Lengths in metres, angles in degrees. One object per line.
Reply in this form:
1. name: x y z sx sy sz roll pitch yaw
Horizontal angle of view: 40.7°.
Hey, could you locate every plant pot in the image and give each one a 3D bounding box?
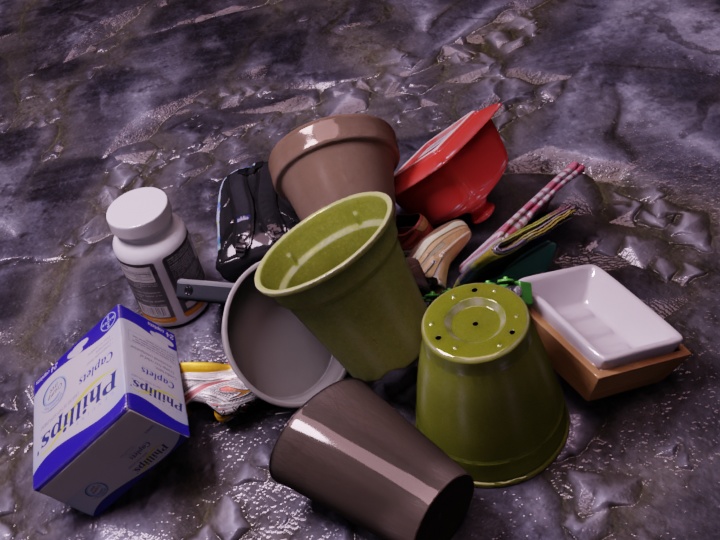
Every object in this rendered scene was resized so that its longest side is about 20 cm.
1. plant pot: -0.022 -0.105 1.440 0.199 0.200 0.176 -16 68 -2
2. plant pot: 0.152 0.126 1.193 0.199 0.194 0.201 -8 42 7
3. plant pot: -0.003 0.032 1.243 0.199 0.185 0.201 -27 25 14

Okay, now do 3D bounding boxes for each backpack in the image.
1. backpack: -0.159 -0.084 1.568 0.162 0.154 0.201 -18 62 2

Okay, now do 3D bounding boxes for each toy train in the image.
1. toy train: 0.143 0.042 1.288 0.199 0.056 0.042 -14 73 48

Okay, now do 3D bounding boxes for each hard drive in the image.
1. hard drive: -0.150 0.038 1.435 0.199 0.139 0.033 5 89 21

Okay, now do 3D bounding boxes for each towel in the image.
1. towel: 0.240 -0.074 1.440 0.200 0.146 0.030 -41 85 -25
2. towel: 0.211 -0.027 1.369 0.143 0.200 0.023 -29 81 -21

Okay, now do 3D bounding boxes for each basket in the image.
1. basket: 0.023 0.240 1.154 0.199 0.137 0.180 29 39 34

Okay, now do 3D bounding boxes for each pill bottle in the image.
1. pill bottle: -0.308 -0.020 1.480 0.115 0.201 0.117 -7 41 7

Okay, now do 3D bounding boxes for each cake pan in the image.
1. cake pan: -0.099 0.082 1.290 0.200 0.201 0.037 -47 16 -31

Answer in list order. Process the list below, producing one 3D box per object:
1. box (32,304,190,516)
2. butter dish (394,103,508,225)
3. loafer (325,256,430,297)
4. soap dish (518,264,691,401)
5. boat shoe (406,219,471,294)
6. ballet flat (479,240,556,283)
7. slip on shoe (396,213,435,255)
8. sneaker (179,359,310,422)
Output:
1. box: -0.335 0.183 1.286 0.184 0.105 0.201 -41 39 16
2. butter dish: 0.154 -0.139 1.530 0.200 0.148 0.200 -30 13 50
3. loafer: 0.000 0.000 1.373 0.199 0.073 0.071 14 48 -13
4. soap dish: 0.299 0.079 1.258 0.156 0.082 0.200 -10 36 -28
5. boat shoe: 0.102 0.006 1.445 0.200 0.072 0.076 -41 61 -16
6. ballet flat: 0.213 0.032 1.387 0.199 0.067 0.071 -29 68 -16
7. slip on shoe: 0.022 -0.059 1.527 0.199 0.061 0.074 -2 43 26
8. sneaker: -0.166 0.171 1.340 0.198 0.078 0.083 -2 70 7
